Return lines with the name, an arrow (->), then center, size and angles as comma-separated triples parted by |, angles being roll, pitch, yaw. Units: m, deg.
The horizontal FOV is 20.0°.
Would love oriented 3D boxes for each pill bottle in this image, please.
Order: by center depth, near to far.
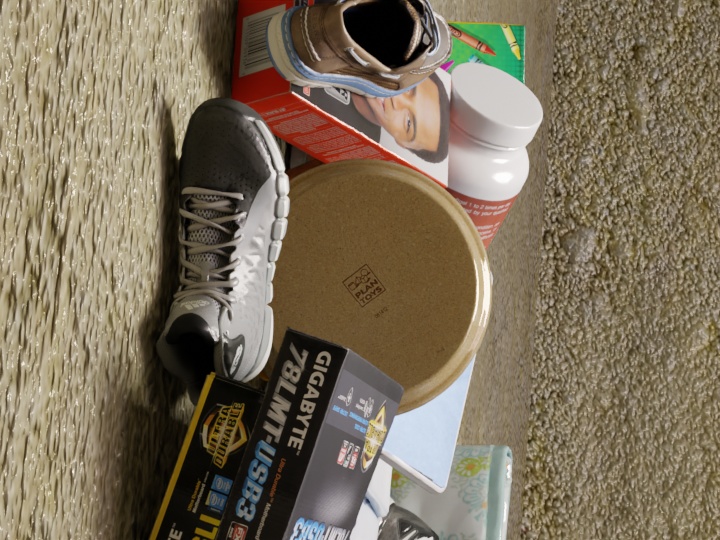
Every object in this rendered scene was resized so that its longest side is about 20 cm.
pill bottle -> 0.071, -0.069, 1.695 | 0.112, 0.112, 0.200 | -74, -170, -55

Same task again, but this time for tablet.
tablet -> 0.047, 0.060, 1.598 | 0.130, 0.014, 0.201 | 38, 55, -41

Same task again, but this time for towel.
towel -> 0.045, 0.242, 1.816 | 0.048, 0.170, 0.201 | 75, 20, -50

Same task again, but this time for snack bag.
snack bag -> 0.000, 0.167, 1.612 | 0.189, 0.021, 0.201 | 67, 28, -64

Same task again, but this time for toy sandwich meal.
toy sandwich meal -> -0.007, 0.014, 1.462 | 0.070, 0.204, 0.206 | 131, -39, -81

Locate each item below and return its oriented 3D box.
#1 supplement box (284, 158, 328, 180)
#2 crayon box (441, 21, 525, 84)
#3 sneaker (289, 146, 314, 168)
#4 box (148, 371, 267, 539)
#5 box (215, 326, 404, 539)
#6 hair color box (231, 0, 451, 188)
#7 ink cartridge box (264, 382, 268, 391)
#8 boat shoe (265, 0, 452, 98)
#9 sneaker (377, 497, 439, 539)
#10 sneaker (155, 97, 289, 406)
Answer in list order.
supplement box -> 0.000, 0.000, 1.622 | 0.200, 0.066, 0.069 | 48, 34, -35
crayon box -> 0.064, -0.187, 1.840 | 0.200, 0.118, 0.059 | -176, -94, -77
sneaker -> -0.014, -0.096, 1.706 | 0.071, 0.079, 0.201 | 62, 30, -74
box -> -0.083, 0.160, 1.344 | 0.200, 0.049, 0.160 | 43, 67, -76
box -> -0.040, 0.150, 1.306 | 0.200, 0.049, 0.199 | 46, 61, -75
hair color box -> -0.011, -0.136, 1.549 | 0.200, 0.061, 0.102 | 27, 59, -49
ink cartridge box -> -0.030, 0.157, 1.685 | 0.116, 0.067, 0.201 | -71, 159, -59
boat shoe -> 0.019, -0.166, 1.483 | 0.200, 0.072, 0.073 | -15, 91, -54
sneaker -> 0.007, 0.281, 1.715 | 0.200, 0.090, 0.067 | -59, 168, -30
sneaker -> -0.093, -0.004, 1.321 | 0.116, 0.075, 0.201 | -56, 147, -67
